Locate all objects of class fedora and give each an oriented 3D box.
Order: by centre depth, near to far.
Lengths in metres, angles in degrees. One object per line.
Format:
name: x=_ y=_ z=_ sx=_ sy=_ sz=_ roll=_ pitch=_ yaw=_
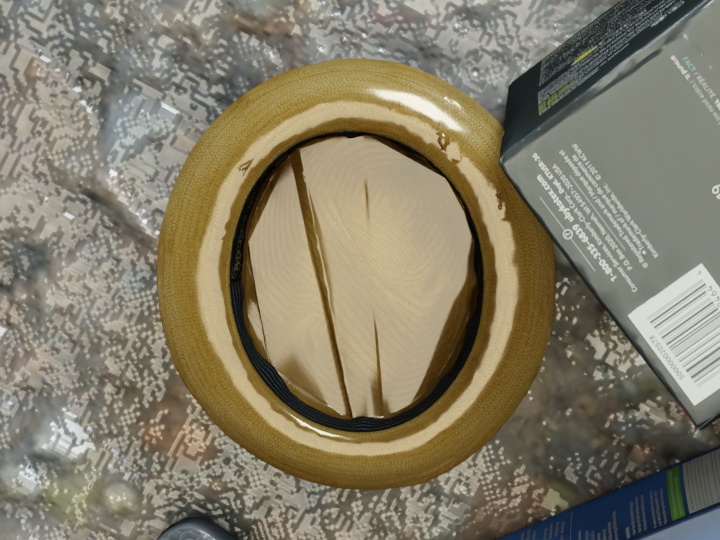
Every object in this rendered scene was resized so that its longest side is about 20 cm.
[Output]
fedora: x=0.000 y=0.000 z=1.388 sx=0.199 sy=0.082 sz=0.202 roll=1 pitch=97 yaw=4

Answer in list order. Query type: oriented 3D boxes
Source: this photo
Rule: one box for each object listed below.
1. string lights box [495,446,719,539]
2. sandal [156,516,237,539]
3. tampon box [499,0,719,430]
string lights box: x=0.118 y=0.147 z=1.400 sx=0.199 sy=0.103 sz=0.059 roll=-23 pitch=99 yaw=9
sandal: x=-0.046 y=0.205 z=1.460 sx=0.076 sy=0.043 sz=0.201 roll=-28 pitch=108 yaw=16
tampon box: x=0.154 y=-0.046 z=1.307 sx=0.126 sy=0.200 sz=0.150 roll=-36 pitch=96 yaw=11
